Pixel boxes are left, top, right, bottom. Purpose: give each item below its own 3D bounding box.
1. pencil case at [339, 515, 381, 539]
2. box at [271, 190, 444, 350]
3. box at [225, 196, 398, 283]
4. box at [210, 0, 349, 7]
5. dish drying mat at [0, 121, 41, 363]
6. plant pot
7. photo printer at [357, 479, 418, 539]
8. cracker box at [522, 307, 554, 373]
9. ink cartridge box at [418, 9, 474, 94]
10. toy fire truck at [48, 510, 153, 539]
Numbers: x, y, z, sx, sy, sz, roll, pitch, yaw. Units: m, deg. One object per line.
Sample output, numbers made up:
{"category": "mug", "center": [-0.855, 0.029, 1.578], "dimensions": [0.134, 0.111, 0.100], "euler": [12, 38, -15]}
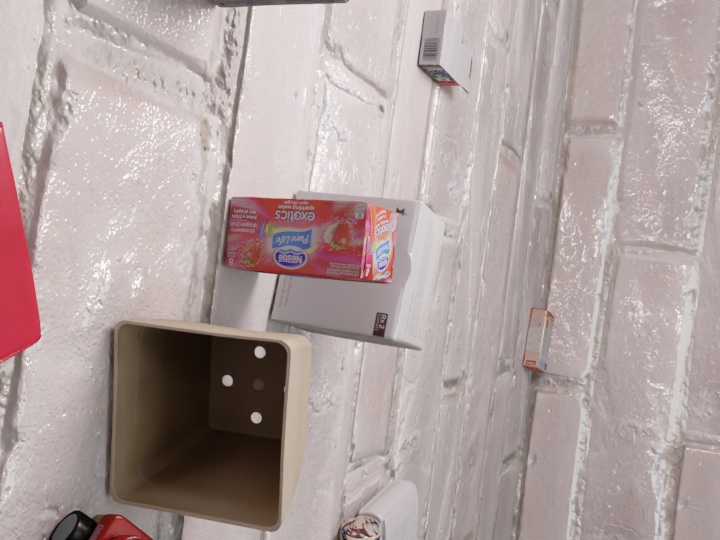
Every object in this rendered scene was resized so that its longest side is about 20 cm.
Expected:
{"category": "pencil case", "center": [-0.005, 0.555, 1.430], "dimensions": [0.089, 0.077, 0.202], "euler": [-55, 149, -81]}
{"category": "box", "center": [0.000, 0.000, 1.155], "dimensions": [0.131, 0.199, 0.200], "euler": [30, 69, -65]}
{"category": "box", "center": [-0.063, -0.039, 1.008], "dimensions": [0.100, 0.199, 0.096], "euler": [10, 85, -65]}
{"category": "box", "center": [-0.096, -0.403, 0.859], "dimensions": [0.105, 0.183, 0.202], "euler": [12, 86, -64]}
{"category": "dish drying mat", "center": [-0.319, -0.020, 0.678], "dimensions": [0.077, 0.018, 0.202], "euler": [-38, 129, -58]}
{"category": "plant pot", "center": [-0.149, 0.153, 0.904], "dimensions": [0.177, 0.198, 0.202], "euler": [-19, 114, -74]}
{"category": "photo printer", "center": [0.057, 0.517, 1.567], "dimensions": [0.200, 0.069, 0.168], "euler": [-17, 111, -64]}
{"category": "cracker box", "center": [0.608, 0.240, 2.696], "dimensions": [0.134, 0.057, 0.202], "euler": [33, 66, -62]}
{"category": "ink cartridge box", "center": [0.178, -0.437, 1.600], "dimensions": [0.200, 0.050, 0.110], "euler": [12, 85, -66]}
{"category": "toy fire truck", "center": [-0.222, 0.324, 0.722], "dimensions": [0.129, 0.199, 0.177], "euler": [49, 48, -25]}
